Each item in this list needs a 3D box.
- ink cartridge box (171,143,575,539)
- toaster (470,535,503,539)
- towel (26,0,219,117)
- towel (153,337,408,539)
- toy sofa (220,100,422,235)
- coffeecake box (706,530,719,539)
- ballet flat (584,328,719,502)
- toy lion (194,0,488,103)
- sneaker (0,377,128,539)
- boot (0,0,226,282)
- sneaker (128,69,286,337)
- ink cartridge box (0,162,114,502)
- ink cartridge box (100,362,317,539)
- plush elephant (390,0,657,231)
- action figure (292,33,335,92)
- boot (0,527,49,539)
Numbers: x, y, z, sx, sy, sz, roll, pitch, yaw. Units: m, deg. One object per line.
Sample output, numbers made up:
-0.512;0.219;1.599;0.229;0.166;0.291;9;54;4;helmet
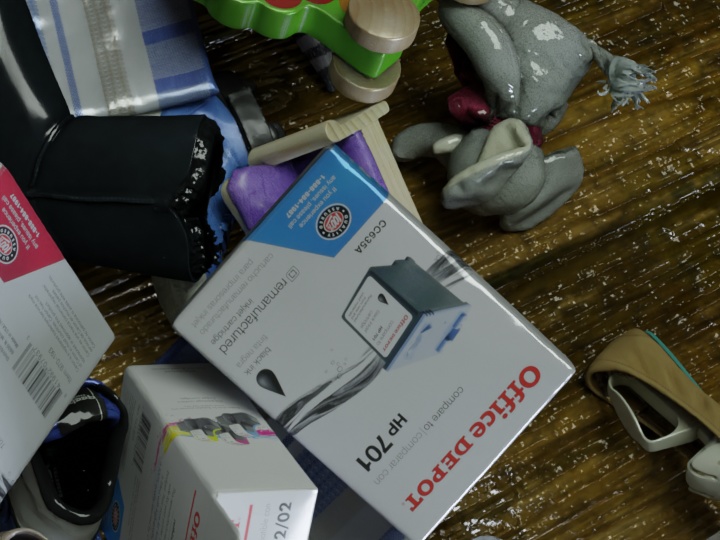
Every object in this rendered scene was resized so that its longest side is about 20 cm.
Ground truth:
0.007;0.043;1.354;0.200;0.086;0.147;42;91;-3;ink cartridge box
0.079;0.257;1.392;0.200;0.114;0.129;40;50;2;toaster
-0.206;-0.158;1.494;0.199;0.024;0.147;-12;64;-9;towel
-0.024;0.090;1.422;0.200;0.024;0.147;44;95;-4;towel
0.000;0.000;1.467;0.097;0.083;0.201;-31;101;-43;toy sofa
0.306;0.209;1.497;0.199;0.154;0.073;-4;66;-27;coffeecake box
0.231;0.119;1.545;0.063;0.069;0.200;-29;51;-24;ballet flat
-0.021;-0.215;1.480;0.191;0.069;0.200;37;54;11;toy lion
-0.186;0.079;1.361;0.080;0.115;0.200;-8;67;-29;sneaker
-0.168;-0.093;1.399;0.167;0.076;0.201;1;101;13;boot
-0.090;-0.048;1.497;0.111;0.077;0.201;-8;61;-18;sneaker
-0.242;0.058;1.227;0.200;0.083;0.146;-57;138;-32;ink cartridge box
-0.085;0.149;1.310;0.068;0.116;0.200;0;25;-25;ink cartridge box
0.093;-0.109;1.584;0.200;0.165;0.155;30;87;28;plush elephant
-0.073;-0.219;1.588;0.193;0.105;0.200;41;31;6;action figure
-0.213;0.179;1.274;0.200;0.146;0.070;43;56;2;boot
